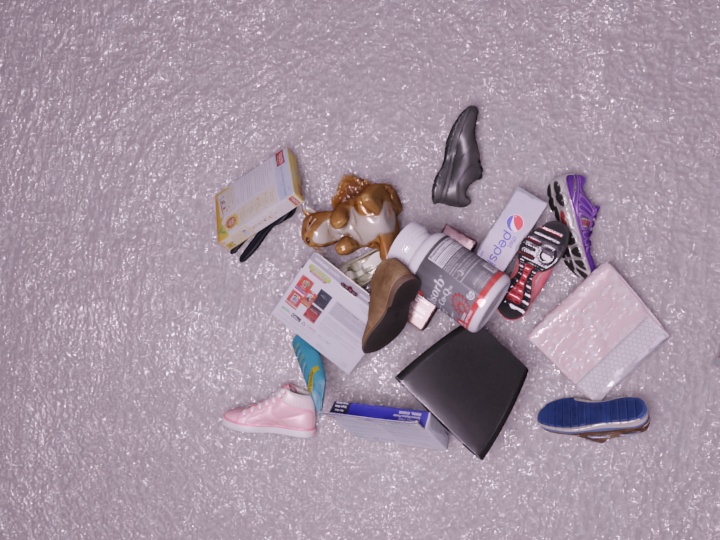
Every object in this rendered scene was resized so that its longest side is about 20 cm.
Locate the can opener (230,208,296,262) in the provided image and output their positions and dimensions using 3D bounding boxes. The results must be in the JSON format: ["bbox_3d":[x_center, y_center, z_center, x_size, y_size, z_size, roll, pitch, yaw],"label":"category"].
[{"bbox_3d":[-0.206,-0.099,1.249,0.200,0.079,0.064,-42,90,17],"label":"can opener"}]

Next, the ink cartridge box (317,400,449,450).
[{"bbox_3d":[0.048,0.282,1.103,0.197,0.200,0.041,1,63,24],"label":"ink cartridge box"}]

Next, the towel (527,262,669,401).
[{"bbox_3d":[0.444,0.120,1.102,0.200,0.032,0.191,-45,96,7],"label":"towel"}]

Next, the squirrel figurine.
[{"bbox_3d":[-0.021,-0.102,1.166,0.184,0.201,0.143,-11,121,26],"label":"squirrel figurine"}]

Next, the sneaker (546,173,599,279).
[{"bbox_3d":[0.417,-0.085,1.113,0.082,0.081,0.203,-12,92,-6],"label":"sneaker"}]

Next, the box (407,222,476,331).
[{"bbox_3d":[0.147,0.014,1.152,0.074,0.100,0.201,34,95,10],"label":"box"}]

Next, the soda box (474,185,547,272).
[{"bbox_3d":[0.277,-0.057,1.144,0.068,0.063,0.202,32,95,12],"label":"soda box"}]

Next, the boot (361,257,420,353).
[{"bbox_3d":[0.042,0.064,1.054,0.076,0.073,0.202,53,135,35],"label":"boot"}]

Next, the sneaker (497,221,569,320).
[{"bbox_3d":[0.321,-0.004,1.113,0.073,0.087,0.202,33,104,17],"label":"sneaker"}]

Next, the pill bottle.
[{"bbox_3d":[0.151,0.007,1.037,0.199,0.116,0.117,36,96,20],"label":"pill bottle"}]

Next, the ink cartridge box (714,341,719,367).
[{"bbox_3d":[0.696,0.088,1.013,0.082,0.146,0.203,15,92,12],"label":"ink cartridge box"}]

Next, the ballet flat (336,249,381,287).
[{"bbox_3d":[0.000,0.000,1.201,0.198,0.069,0.070,-30,83,10],"label":"ballet flat"}]

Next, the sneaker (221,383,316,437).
[{"bbox_3d":[-0.186,0.281,1.229,0.197,0.075,0.106,5,95,4],"label":"sneaker"}]

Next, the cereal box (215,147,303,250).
[{"bbox_3d":[-0.210,-0.147,1.213,0.198,0.040,0.145,-29,48,18],"label":"cereal box"}]

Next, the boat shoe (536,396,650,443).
[{"bbox_3d":[0.430,0.285,1.096,0.198,0.073,0.073,-10,128,33],"label":"boat shoe"}]

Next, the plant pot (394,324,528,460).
[{"bbox_3d":[0.195,0.205,1.101,0.200,0.200,0.178,44,85,9],"label":"plant pot"}]

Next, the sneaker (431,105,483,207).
[{"bbox_3d":[0.204,-0.220,1.167,0.089,0.076,0.203,16,99,2],"label":"sneaker"}]

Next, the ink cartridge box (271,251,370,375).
[{"bbox_3d":[-0.044,0.070,1.157,0.199,0.084,0.176,38,119,1],"label":"ink cartridge box"}]

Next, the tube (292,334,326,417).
[{"bbox_3d":[-0.093,0.193,1.156,0.050,0.200,0.079,-4,117,-15],"label":"tube"}]
